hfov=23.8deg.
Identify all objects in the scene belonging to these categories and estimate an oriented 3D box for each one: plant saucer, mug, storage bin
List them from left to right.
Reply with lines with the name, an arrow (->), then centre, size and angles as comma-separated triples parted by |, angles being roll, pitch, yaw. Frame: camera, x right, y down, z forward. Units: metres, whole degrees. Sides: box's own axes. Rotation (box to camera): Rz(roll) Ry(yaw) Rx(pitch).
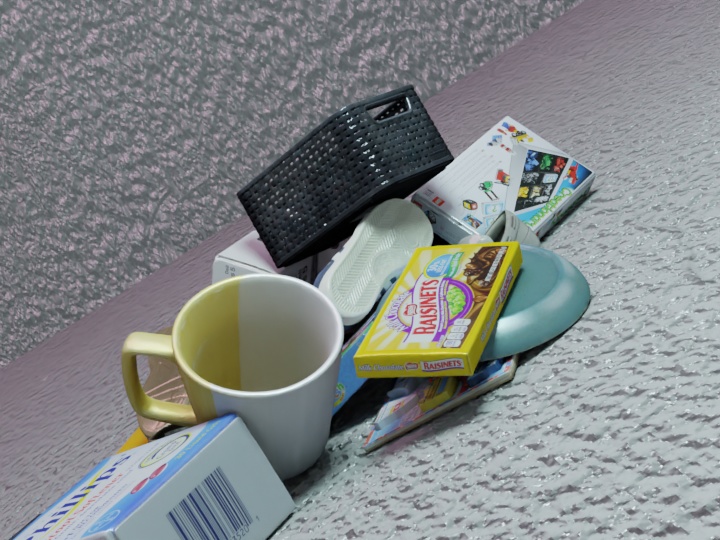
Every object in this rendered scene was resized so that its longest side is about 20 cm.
mug -> -0.100, 0.100, 1.521 | 0.186, 0.154, 0.149 | 29, 52, 29
storage bin -> -0.016, -0.096, 1.779 | 0.135, 0.094, 0.200 | -24, -7, -48
plant saucer -> 0.106, 0.022, 1.534 | 0.198, 0.028, 0.201 | -10, 26, 5

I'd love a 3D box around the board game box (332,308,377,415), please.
board game box -> 0.005, 0.077, 1.659 | 0.151, 0.037, 0.200 | -48, -1, 31

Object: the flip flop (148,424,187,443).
flip flop -> -0.178, 0.173, 1.710 | 0.200, 0.057, 0.081 | -50, -1, 26

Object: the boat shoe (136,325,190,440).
boat shoe -> -0.204, 0.136, 1.891 | 0.071, 0.065, 0.201 | -20, 30, 6

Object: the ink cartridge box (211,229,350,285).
ink cartridge box -> -0.084, 0.023, 1.919 | 0.083, 0.147, 0.200 | 17, 29, 22

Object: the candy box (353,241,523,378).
candy box -> 0.070, 0.032, 1.469 | 0.101, 0.027, 0.200 | -5, 26, 21

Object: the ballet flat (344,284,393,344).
ballet flat -> -0.009, 0.072, 1.813 | 0.066, 0.057, 0.199 | 4, -26, -43

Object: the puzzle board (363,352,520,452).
puzzle board -> 0.081, 0.088, 1.543 | 0.150, 0.017, 0.200 | -29, 10, 19

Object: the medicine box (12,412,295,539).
medicine box -> -0.189, 0.227, 1.431 | 0.199, 0.103, 0.182 | -22, 13, 42

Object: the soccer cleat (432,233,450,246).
soccer cleat -> 0.090, -0.056, 1.888 | 0.200, 0.069, 0.085 | -40, 20, -26

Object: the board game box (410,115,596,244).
board game box -> 0.157, -0.085, 1.864 | 0.200, 0.126, 0.035 | -40, -22, -42

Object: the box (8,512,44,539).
box -> -0.305, 0.287, 1.659 | 0.199, 0.049, 0.158 | -22, 14, 47

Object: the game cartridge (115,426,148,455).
game cartridge -> -0.182, 0.169, 1.936 | 0.199, 0.033, 0.176 | -25, 11, 21

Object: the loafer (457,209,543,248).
loafer -> 0.116, 0.001, 1.687 | 0.070, 0.070, 0.200 | -30, 6, 36

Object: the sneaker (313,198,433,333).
sneaker -> 0.000, 0.000, 1.723 | 0.084, 0.075, 0.200 | -42, 1, 44
